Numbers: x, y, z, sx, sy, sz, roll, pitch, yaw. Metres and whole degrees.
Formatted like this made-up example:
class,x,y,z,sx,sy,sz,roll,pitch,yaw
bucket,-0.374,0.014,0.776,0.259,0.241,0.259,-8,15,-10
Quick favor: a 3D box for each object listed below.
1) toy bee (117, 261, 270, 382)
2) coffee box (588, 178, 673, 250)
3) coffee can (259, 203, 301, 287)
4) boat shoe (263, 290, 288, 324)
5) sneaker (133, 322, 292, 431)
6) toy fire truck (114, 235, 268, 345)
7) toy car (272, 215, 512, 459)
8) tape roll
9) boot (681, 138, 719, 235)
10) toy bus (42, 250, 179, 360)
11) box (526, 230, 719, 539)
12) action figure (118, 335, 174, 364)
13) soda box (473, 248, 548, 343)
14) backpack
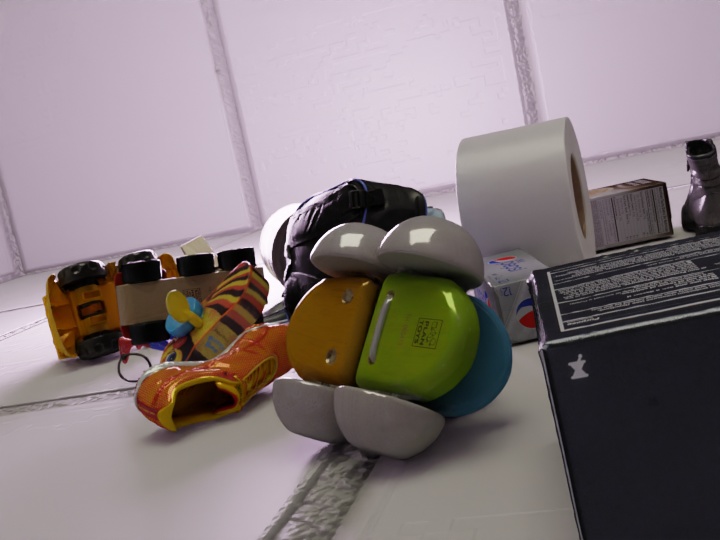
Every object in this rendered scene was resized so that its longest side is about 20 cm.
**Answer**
class,x,y,z,sx,sy,sz,roll,pitch,yaw
toy bee,-0.172,0.089,0.991,0.130,0.201,0.109,21,23,-28
coffee box,0.342,-0.075,1.333,0.198,0.080,0.114,-12,8,3
coffee can,-0.081,-0.034,1.460,0.145,0.148,0.200,-14,8,-10
boat shoe,-0.079,0.044,1.239,0.199,0.057,0.068,-18,10,-34
sneaker,-0.123,0.110,0.892,0.199,0.074,0.077,-24,36,-39
toy fire truck,-0.222,0.017,1.144,0.174,0.130,0.200,-9,-1,-17
toy car,0.035,0.061,0.714,0.149,0.177,0.199,27,-17,-34
tape roll,0.213,-0.082,1.156,0.138,0.205,0.203,-10,8,20
boot,0.479,-0.121,1.259,0.069,0.133,0.200,-11,8,11
toy bus,-0.383,0.065,1.386,0.199,0.137,0.192,-14,-8,-30
box,0.204,0.054,0.510,0.198,0.124,0.198,-12,7,12
action figure,-0.200,0.092,1.134,0.198,0.052,0.065,-5,15,16
soda box,0.166,0.024,0.985,0.068,0.064,0.200,-13,8,1
backpack,0.000,0.000,1.027,0.146,0.185,0.199,10,-7,-29
